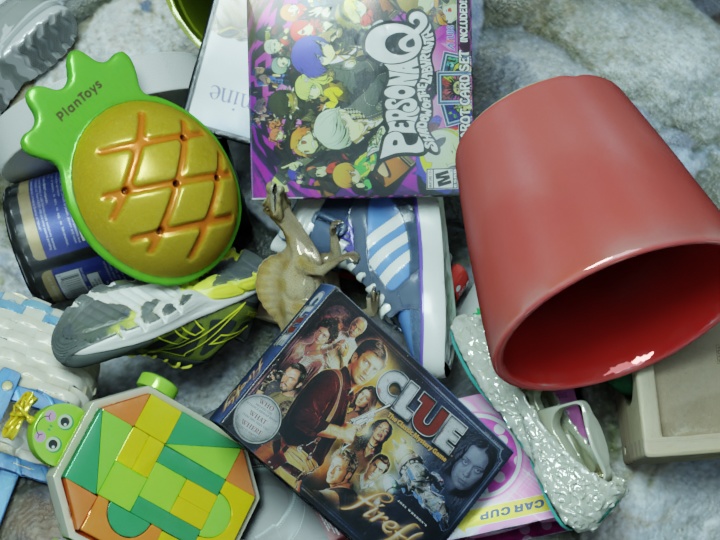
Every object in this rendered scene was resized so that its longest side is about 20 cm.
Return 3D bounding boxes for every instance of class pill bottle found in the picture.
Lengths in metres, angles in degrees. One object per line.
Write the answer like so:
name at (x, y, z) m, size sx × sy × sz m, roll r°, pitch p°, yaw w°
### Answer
pill bottle at (-0.201, -0.048, 1.275) m, size 0.200 × 0.112 × 0.112 m, roll -16°, pitch 68°, yaw -4°

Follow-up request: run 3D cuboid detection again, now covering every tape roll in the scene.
tape roll at (-0.220, -0.129, 1.261) m, size 0.203 × 0.203 × 0.037 m, roll -20°, pitch 82°, yaw -5°

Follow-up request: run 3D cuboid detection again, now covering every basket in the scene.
basket at (-0.287, 0.136, 1.178) m, size 0.139 × 0.176 × 0.200 m, roll 14°, pitch 55°, yaw -5°

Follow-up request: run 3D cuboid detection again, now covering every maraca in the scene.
maraca at (-0.177, -0.079, 1.142) m, size 0.200 × 0.107 × 0.137 m, roll 50°, pitch 64°, yaw -17°

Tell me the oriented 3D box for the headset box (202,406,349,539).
headset box at (-0.105, 0.196, 1.190) m, size 0.200 × 0.077 × 0.149 m, roll -28°, pitch 69°, yaw -6°

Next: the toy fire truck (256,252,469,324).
toy fire truck at (-0.022, 0.010, 1.275) m, size 0.200 × 0.049 × 0.141 m, roll 31°, pitch 73°, yaw 13°

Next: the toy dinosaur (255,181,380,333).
toy dinosaur at (-0.042, 0.028, 1.164) m, size 0.101 × 0.058 × 0.200 m, roll 7°, pitch 101°, yaw 26°

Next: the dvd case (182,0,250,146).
dvd case at (-0.055, -0.196, 1.195) m, size 0.143 × 0.018 × 0.200 m, roll 15°, pitch 94°, yaw -4°

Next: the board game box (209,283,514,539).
board game box at (0.004, 0.125, 1.106) m, size 0.200 × 0.035 × 0.136 m, roll 43°, pitch 78°, yaw -16°

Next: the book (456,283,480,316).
book at (0.165, -0.031, 1.244) m, size 0.048 × 0.134 × 0.200 m, roll 36°, pitch 70°, yaw -20°

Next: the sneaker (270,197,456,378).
sneaker at (0.000, 0.000, 1.216) m, size 0.146 × 0.081 × 0.200 m, roll -7°, pitch 71°, yaw 9°

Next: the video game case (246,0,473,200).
video game case at (0.000, -0.157, 1.170) m, size 0.181 × 0.036 × 0.200 m, roll 0°, pitch 94°, yaw 1°

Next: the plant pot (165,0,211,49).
plant pot at (-0.071, -0.265, 1.294) m, size 0.200 × 0.193 × 0.201 m, roll 0°, pitch 94°, yaw -2°

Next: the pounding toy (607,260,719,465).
pounding toy at (0.269, 0.064, 1.207) m, size 0.200 × 0.142 × 0.184 m, roll -5°, pitch 79°, yaw 0°

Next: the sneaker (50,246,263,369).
sneaker at (-0.155, 0.049, 1.175) m, size 0.200 × 0.085 × 0.074 m, roll -21°, pitch 37°, yaw -35°

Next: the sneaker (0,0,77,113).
sneaker at (-0.364, -0.191, 1.374) m, size 0.200 × 0.075 × 0.082 m, roll -40°, pitch 57°, yaw -19°

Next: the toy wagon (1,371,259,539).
toy wagon at (-0.176, 0.156, 1.101) m, size 0.200 × 0.040 × 0.155 m, roll 33°, pitch 70°, yaw -20°

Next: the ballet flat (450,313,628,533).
ballet flat at (0.146, 0.108, 1.141) m, size 0.072 × 0.072 × 0.200 m, roll -28°, pitch 73°, yaw -8°

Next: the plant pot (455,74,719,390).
plant pot at (0.165, -0.035, 1.084) m, size 0.200 × 0.200 × 0.177 m, roll -17°, pitch 59°, yaw -4°

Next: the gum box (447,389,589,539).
gum box at (0.099, 0.166, 1.196) m, size 0.200 × 0.066 × 0.114 m, roll -12°, pitch 67°, yaw -2°
